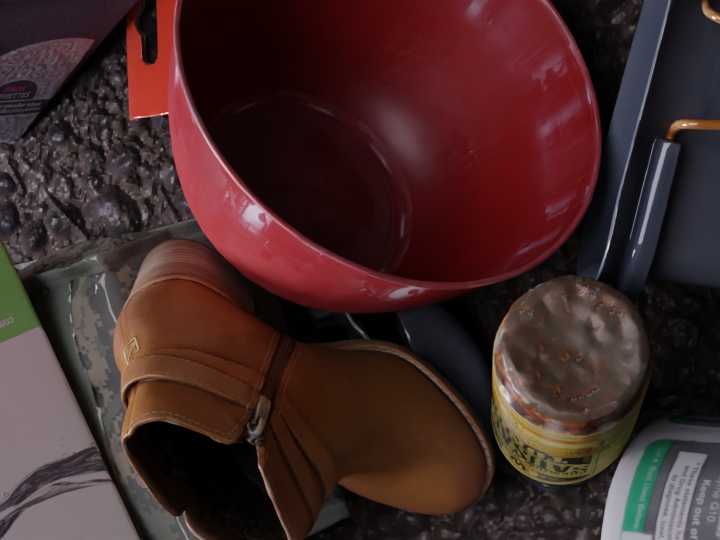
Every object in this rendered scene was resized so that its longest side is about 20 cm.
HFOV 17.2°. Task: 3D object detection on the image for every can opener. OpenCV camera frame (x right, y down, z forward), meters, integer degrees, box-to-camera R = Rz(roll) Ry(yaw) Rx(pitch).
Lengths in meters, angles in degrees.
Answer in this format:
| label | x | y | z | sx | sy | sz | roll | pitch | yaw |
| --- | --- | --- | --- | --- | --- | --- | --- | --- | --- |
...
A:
| label | x | y | z | sx | sy | sz | roll | pitch | yaw |
| --- | --- | --- | --- | --- | --- | --- | --- | --- | --- |
| can opener | 0.000 | 0.000 | 1.141 | 0.067 | 0.053 | 0.201 | -26 | 83 | -5 |

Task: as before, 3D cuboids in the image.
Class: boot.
| label | x | y | z | sx | sy | sz | roll | pitch | yaw |
| --- | --- | --- | --- | --- | --- | --- | --- | --- | --- |
| boot | -0.021 | 0.076 | 1.020 | 0.200 | 0.155 | 0.077 | 40 | 109 | -19 |

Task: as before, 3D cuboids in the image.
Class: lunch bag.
| label | x | y | z | sx | sy | sz | roll | pitch | yaw |
| --- | --- | --- | --- | --- | --- | --- | --- | --- | --- |
| lunch bag | -0.123 | 0.068 | 1.170 | 0.200 | 0.117 | 0.165 | -12 | 96 | 50 |

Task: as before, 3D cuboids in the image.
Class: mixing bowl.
| label | x | y | z | sx | sy | sz | roll | pitch | yaw |
| --- | --- | --- | --- | --- | --- | --- | --- | --- | --- |
| mixing bowl | -0.006 | -0.057 | 1.044 | 0.201 | 0.200 | 0.108 | 64 | 145 | 17 |

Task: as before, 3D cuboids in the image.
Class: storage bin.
| label | x | y | z | sx | sy | sz | roll | pitch | yaw |
| --- | --- | --- | --- | --- | --- | --- | --- | --- | --- |
| storage bin | 0.179 | -0.075 | 0.974 | 0.134 | 0.146 | 0.201 | 13 | 97 | 0 |

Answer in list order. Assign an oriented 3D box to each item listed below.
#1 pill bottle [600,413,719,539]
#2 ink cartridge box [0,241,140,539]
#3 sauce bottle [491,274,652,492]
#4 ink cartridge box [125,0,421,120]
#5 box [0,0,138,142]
| label | x | y | z | sx | sy | sz | roll | pitch | yaw |
| --- | --- | --- | --- | --- | --- | --- | --- | --- | --- |
| pill bottle | 0.208 | 0.122 | 0.972 | 0.199 | 0.113 | 0.114 | 3 | 90 | 34 |
| ink cartridge box | -0.190 | 0.108 | 1.105 | 0.145 | 0.084 | 0.201 | -26 | 89 | 47 |
| sauce bottle | 0.088 | 0.058 | 1.007 | 0.066 | 0.200 | 0.066 | -1 | 72 | 4 |
| ink cartridge box | -0.051 | -0.137 | 1.184 | 0.199 | 0.050 | 0.109 | -4 | 87 | 32 |
| box | -0.238 | -0.139 | 1.208 | 0.132 | 0.200 | 0.115 | -44 | 66 | 34 |
